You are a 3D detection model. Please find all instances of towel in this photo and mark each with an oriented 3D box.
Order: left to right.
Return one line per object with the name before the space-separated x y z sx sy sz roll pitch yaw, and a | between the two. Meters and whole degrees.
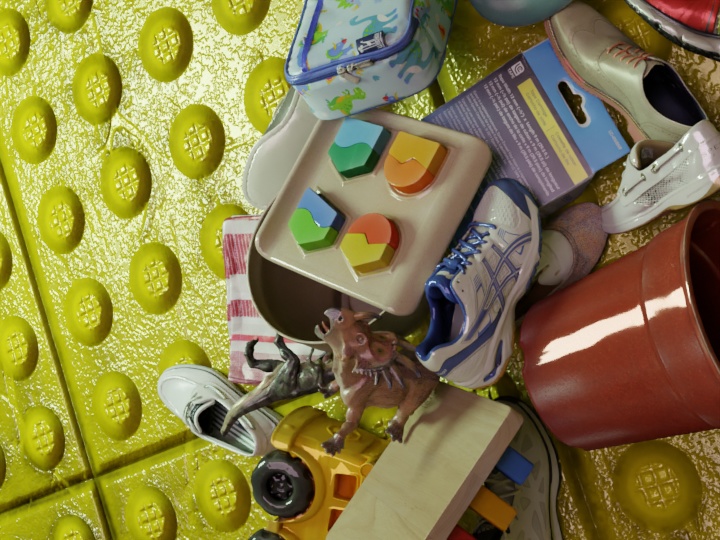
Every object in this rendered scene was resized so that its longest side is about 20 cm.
towel | -0.098 0.034 1.375 0.143 0.023 0.202 -1 92 32

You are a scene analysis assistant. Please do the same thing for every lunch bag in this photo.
lunch bag | 0.010 -0.251 1.192 0.160 0.083 0.201 -11 48 32

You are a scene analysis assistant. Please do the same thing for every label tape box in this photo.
label tape box | 0.150 -0.118 1.175 0.199 0.066 0.144 -32 76 14

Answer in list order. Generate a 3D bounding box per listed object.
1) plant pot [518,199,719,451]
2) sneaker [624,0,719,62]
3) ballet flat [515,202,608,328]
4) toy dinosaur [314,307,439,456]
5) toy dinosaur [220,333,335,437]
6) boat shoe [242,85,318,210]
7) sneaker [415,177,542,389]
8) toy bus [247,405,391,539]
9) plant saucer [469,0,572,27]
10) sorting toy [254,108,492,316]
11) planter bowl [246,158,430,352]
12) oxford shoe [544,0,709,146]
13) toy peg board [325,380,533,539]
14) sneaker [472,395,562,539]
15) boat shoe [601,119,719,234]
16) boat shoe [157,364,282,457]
plant pot | 0.260 0.067 1.056 0.195 0.200 0.202 -25 80 39
sneaker | 0.334 -0.229 1.057 0.199 0.077 0.085 25 101 18
ballet flat | 0.167 0.012 1.176 0.068 0.067 0.200 49 116 20
toy dinosaur | 0.030 0.100 1.131 0.136 0.199 0.086 -48 58 28
toy dinosaur | -0.089 0.110 1.324 0.199 0.047 0.089 -25 86 14
boat shoe | -0.067 -0.157 1.319 0.072 0.060 0.202 30 113 -6
sneaker | 0.106 0.004 1.085 0.075 0.088 0.202 -4 71 53
toy bus | -0.016 0.268 1.288 0.191 0.136 0.202 13 102 15
plant saucer | 0.163 -0.335 1.138 0.199 0.027 0.202 -17 67 45
sorting toy | 0.006 -0.070 1.147 0.199 0.036 0.186 23 81 35
planter bowl | 0.000 0.000 1.224 0.199 0.135 0.202 -12 64 25
oxford shoe | 0.251 -0.188 1.092 0.071 0.074 0.200 -38 77 -18
toy peg board | 0.084 0.225 1.132 0.098 0.200 0.200 38 82 -15
sneaker | 0.147 0.229 1.174 0.075 0.115 0.202 -14 86 32
boat shoe | 0.268 -0.086 1.056 0.070 0.071 0.200 59 157 1
boat shoe | -0.176 0.164 1.406 0.199 0.067 0.074 18 102 31
